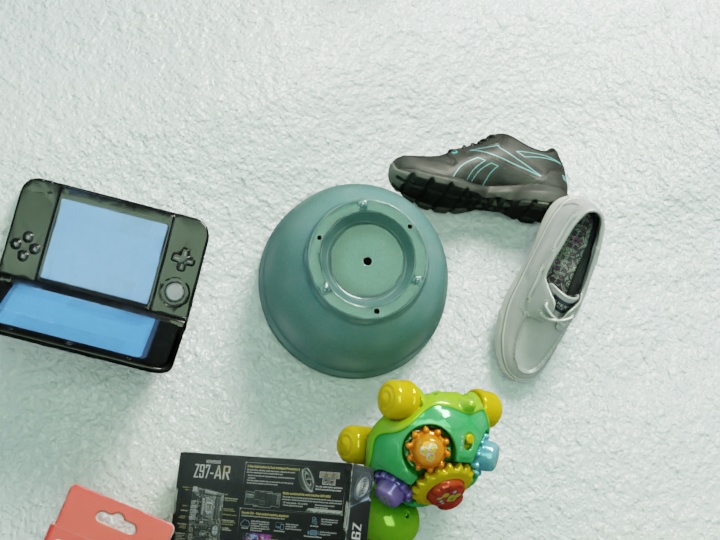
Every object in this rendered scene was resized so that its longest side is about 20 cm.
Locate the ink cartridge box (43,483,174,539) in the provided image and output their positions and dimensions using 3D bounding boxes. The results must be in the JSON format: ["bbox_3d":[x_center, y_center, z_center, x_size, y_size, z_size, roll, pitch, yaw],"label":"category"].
[{"bbox_3d":[-0.266,0.319,1.433,0.115,0.067,0.201,23,78,-3],"label":"ink cartridge box"}]

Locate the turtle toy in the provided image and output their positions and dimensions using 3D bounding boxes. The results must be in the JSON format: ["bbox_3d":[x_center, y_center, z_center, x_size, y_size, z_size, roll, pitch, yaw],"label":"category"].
[{"bbox_3d":[0.056,0.192,1.454,0.145,0.200,0.102,9,44,-37],"label":"turtle toy"}]

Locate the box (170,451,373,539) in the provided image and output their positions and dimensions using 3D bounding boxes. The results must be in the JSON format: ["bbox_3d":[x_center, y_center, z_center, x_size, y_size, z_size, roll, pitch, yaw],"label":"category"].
[{"bbox_3d":[-0.091,0.260,1.425,0.198,0.043,0.162,-1,77,28],"label":"box"}]

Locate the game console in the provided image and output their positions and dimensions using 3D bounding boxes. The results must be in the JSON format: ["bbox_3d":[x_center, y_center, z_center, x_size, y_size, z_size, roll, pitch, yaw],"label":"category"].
[{"bbox_3d":[-0.262,0.002,1.468,0.198,0.116,0.177,15,78,-4],"label":"game console"}]

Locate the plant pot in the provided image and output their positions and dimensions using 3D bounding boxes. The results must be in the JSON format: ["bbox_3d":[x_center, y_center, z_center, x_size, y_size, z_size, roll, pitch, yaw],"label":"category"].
[{"bbox_3d":[0.000,0.000,1.491,0.198,0.134,0.202,1,79,-7],"label":"plant pot"}]

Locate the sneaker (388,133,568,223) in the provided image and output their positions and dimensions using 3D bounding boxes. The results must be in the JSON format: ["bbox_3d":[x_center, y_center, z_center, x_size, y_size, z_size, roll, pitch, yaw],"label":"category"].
[{"bbox_3d":[0.124,-0.102,1.565,0.198,0.075,0.080,8,69,-14],"label":"sneaker"}]

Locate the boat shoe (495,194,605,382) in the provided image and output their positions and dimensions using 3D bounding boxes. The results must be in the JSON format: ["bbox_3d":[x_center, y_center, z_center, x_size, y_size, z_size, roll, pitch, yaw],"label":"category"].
[{"bbox_3d":[0.200,0.023,1.522,0.072,0.069,0.201,25,94,-17],"label":"boat shoe"}]
